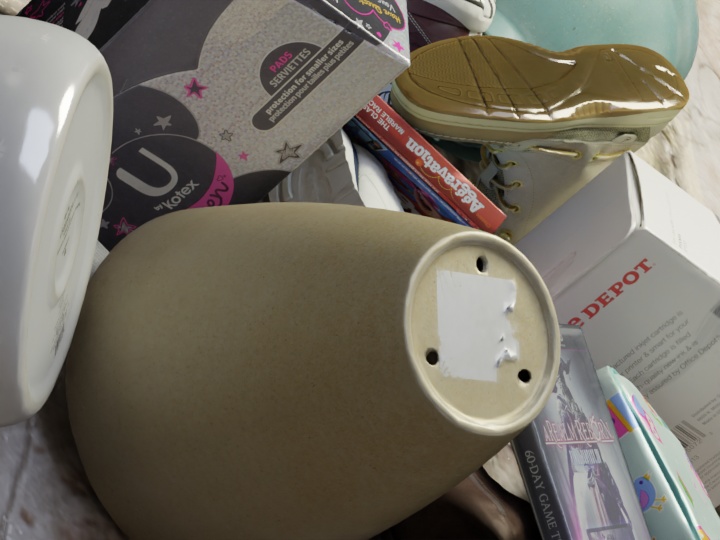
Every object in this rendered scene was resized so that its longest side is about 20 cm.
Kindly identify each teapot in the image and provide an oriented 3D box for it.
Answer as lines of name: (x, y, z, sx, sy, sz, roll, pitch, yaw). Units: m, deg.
teapot: (-0.198, -0.032, 1.310, 0.146, 0.198, 0.200, 12, -2, 4)

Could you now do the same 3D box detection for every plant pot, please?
plant pot: (0.095, -0.152, 1.864, 0.200, 0.200, 0.134, 49, 55, -2)
plant pot: (-0.007, 0.044, 1.367, 0.187, 0.200, 0.188, 9, 74, -36)

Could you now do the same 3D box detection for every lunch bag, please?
lunch bag: (0.157, 0.141, 1.631, 0.161, 0.077, 0.200, 62, 6, 22)

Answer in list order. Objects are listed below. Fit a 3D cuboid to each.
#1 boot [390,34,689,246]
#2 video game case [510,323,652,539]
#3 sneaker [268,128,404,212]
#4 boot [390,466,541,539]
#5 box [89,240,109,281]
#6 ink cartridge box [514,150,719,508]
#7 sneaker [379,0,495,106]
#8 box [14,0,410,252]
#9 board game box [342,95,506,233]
boot: (0.085, -0.066, 1.763, 0.199, 0.155, 0.072, -2, 51, -32)
video game case: (0.115, 0.122, 1.459, 0.143, 0.019, 0.201, 7, 64, -70)
sneaker: (0.000, 0.000, 1.643, 0.080, 0.076, 0.200, 43, 28, -33)
boot: (0.028, 0.135, 1.537, 0.200, 0.072, 0.166, 12, 35, -53)
box: (-0.145, 0.006, 1.453, 0.200, 0.039, 0.041, 46, 30, -7)
ink cartridge box: (0.185, 0.040, 1.776, 0.200, 0.146, 0.083, 35, 31, -26)
sneaker: (-0.024, -0.140, 1.778, 0.199, 0.116, 0.076, 17, 19, 13)
box: (-0.085, -0.110, 1.509, 0.132, 0.200, 0.115, 34, 33, -27)
board game box: (-0.004, -0.087, 1.715, 0.200, 0.019, 0.103, 43, -11, -3)
